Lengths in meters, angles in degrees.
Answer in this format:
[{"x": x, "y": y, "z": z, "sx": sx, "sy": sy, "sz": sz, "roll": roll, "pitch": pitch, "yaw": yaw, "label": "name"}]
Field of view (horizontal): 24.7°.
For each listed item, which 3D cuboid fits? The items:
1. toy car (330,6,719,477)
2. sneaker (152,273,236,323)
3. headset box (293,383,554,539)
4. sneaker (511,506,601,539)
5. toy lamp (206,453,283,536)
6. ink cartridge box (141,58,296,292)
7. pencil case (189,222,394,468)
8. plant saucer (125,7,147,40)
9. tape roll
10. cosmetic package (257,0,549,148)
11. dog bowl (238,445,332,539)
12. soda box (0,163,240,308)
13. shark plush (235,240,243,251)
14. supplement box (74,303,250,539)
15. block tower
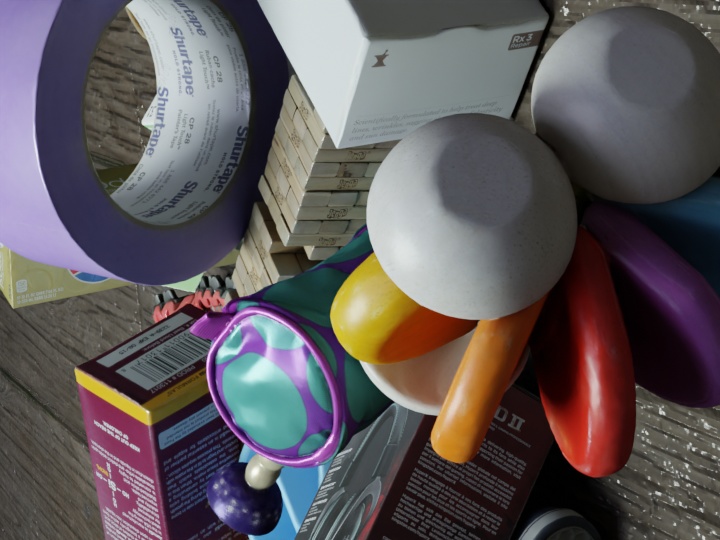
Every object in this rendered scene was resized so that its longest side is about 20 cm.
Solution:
[{"x": 0.093, "y": 0.004, "z": 0.686, "sx": 0.150, "sy": 0.199, "sz": 0.175, "roll": 51, "pitch": 164, "yaw": 17, "label": "toy car"}, {"x": -0.094, "y": 0.048, "z": 1.231, "sx": 0.200, "sy": 0.070, "sz": 0.099, "roll": -21, "pitch": 85, "yaw": 63, "label": "sneaker"}, {"x": 0.023, "y": 0.140, "z": 0.898, "sx": 0.202, "sy": 0.077, "sz": 0.149, "roll": -64, "pitch": 11, "yaw": -18, "label": "headset box"}, {"x": 0.070, "y": 0.194, "z": 0.926, "sx": 0.146, "sy": 0.076, "sz": 0.205, "roll": 41, "pitch": 136, "yaw": 50, "label": "sneaker"}, {"x": -0.027, "y": 0.073, "z": 0.963, "sx": 0.201, "sy": 0.058, "sz": 0.058, "roll": -57, "pitch": 46, "yaw": 30, "label": "toy lamp"}, {"x": -0.106, "y": -0.090, "z": 1.104, "sx": 0.202, "sy": 0.048, "sz": 0.145, "roll": -62, "pitch": 25, "yaw": -10, "label": "ink cartridge box"}, {"x": 0.009, "y": 0.013, "z": 0.828, "sx": 0.093, "sy": 0.200, "sz": 0.085, "roll": 50, "pitch": 134, "yaw": 1, "label": "pencil case"}, {"x": -0.154, "y": -0.279, "z": 1.270, "sx": 0.200, "sy": 0.035, "sz": 0.203, "roll": 37, "pitch": 132, "yaw": 57, "label": "plant saucer"}, {"x": -0.135, "y": -0.097, "z": 0.940, "sx": 0.084, "sy": 0.199, "sz": 0.203, "roll": 11, "pitch": 111, "yaw": 37, "label": "tape roll"}, {"x": 0.004, "y": -0.168, "z": 0.887, "sx": 0.082, "sy": 0.112, "sz": 0.201, "roll": 111, "pitch": 143, "yaw": -48, "label": "cosmetic package"}, {"x": -0.035, "y": 0.133, "z": 1.089, "sx": 0.112, "sy": 0.049, "sz": 0.201, "roll": 65, "pitch": 151, "yaw": 28, "label": "dog bowl"}, {"x": -0.171, "y": -0.034, "z": 1.207, "sx": 0.064, "sy": 0.198, "sz": 0.069, "roll": 44, "pitch": 138, "yaw": 51, "label": "soda box"}, {"x": -0.063, "y": -0.051, "z": 1.075, "sx": 0.200, "sy": 0.090, "sz": 0.084, "roll": 4, "pitch": -75, "yaw": -88, "label": "shark plush"}, {"x": -0.125, "y": 0.143, "z": 1.175, "sx": 0.085, "sy": 0.110, "sz": 0.202, "roll": 24, "pitch": 130, "yaw": 39, "label": "supplement box"}, {"x": -0.031, "y": -0.023, "z": 0.947, "sx": 0.058, "sy": 0.053, "sz": 0.201, "roll": 63, "pitch": 144, "yaw": 40, "label": "block tower"}]
